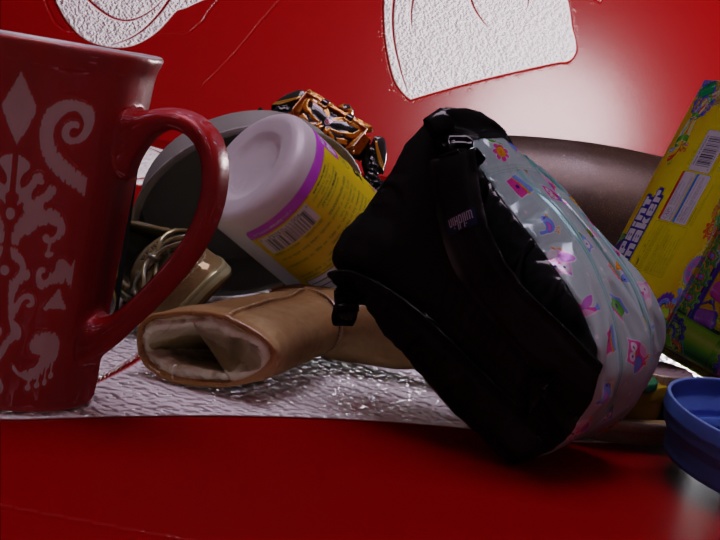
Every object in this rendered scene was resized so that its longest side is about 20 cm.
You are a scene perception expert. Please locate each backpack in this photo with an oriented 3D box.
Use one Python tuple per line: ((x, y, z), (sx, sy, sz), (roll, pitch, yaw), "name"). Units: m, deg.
((0.091, 0.015, 0.866), (0.126, 0.167, 0.200), (-17, 59, -45), "backpack")

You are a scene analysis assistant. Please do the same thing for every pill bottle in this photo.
((-0.023, -0.025, 1.099), (0.200, 0.105, 0.104), (42, -14, -36), "pill bottle")

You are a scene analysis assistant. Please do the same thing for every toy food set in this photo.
((0.164, 0.079, 1.006), (0.197, 0.049, 0.199), (16, 9, 35), "toy food set")

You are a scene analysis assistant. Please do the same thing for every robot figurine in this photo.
((-0.061, -0.084, 1.310), (0.144, 0.201, 0.058), (30, -21, 8), "robot figurine")

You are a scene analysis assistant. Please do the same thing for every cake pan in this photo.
((-0.097, -0.058, 1.169), (0.199, 0.201, 0.037), (5, 45, -29), "cake pan")

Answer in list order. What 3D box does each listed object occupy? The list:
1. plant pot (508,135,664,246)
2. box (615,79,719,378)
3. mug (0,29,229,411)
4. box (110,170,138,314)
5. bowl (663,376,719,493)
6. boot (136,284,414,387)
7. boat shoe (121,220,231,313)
((0.141, -0.039, 1.190), (0.198, 0.189, 0.187), (18, 6, -12), "plant pot")
((0.310, -0.006, 1.049), (0.192, 0.201, 0.122), (29, 0, -20), "box")
((-0.177, -0.027, 0.776), (0.133, 0.202, 0.177), (3, 11, -45), "mug")
((-0.248, -0.052, 1.021), (0.199, 0.162, 0.044), (14, 8, 36), "box")
((0.282, 0.117, 0.863), (0.199, 0.040, 0.201), (13, 11, -2), "bowl")
((-0.030, 0.047, 0.955), (0.173, 0.067, 0.200), (-2, 3, 20), "boot")
((-0.155, -0.005, 1.044), (0.063, 0.073, 0.200), (49, -10, -20), "boat shoe")
